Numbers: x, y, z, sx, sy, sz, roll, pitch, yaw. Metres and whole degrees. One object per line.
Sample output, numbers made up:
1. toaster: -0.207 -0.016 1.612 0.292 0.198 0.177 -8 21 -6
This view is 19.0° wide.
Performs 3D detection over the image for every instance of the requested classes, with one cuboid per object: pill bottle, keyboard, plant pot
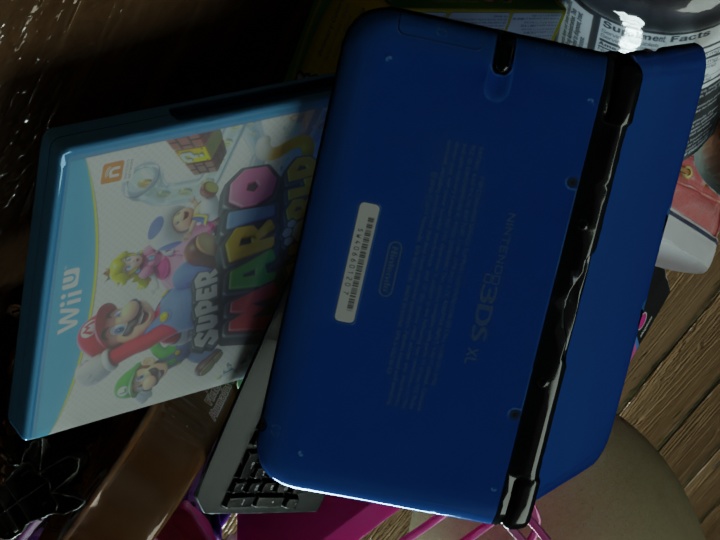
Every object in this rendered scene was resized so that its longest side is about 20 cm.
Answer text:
1. pill bottle: 0.132 -0.134 0.986 0.106 0.106 0.200 -33 160 -16
2. keyboard: 0.007 0.030 0.930 0.104 0.040 0.201 -1 125 -43
3. plant pot: 0.115 0.151 1.365 0.200 0.200 0.135 -29 123 -24

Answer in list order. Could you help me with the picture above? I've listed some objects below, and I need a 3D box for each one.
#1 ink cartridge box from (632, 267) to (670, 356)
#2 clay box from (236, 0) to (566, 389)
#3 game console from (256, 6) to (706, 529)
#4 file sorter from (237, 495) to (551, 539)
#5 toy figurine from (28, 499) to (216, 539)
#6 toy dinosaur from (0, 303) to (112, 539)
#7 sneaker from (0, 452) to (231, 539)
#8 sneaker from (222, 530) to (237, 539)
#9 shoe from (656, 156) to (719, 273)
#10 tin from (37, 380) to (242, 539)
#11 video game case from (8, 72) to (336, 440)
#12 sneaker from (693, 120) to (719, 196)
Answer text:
1. ink cartridge box: 0.146 0.002 1.325 0.095 0.037 0.200 -57 152 -16
2. clay box: 0.005 -0.041 0.966 0.114 0.048 0.201 -6 130 -44
3. game console: 0.055 -0.007 0.909 0.118 0.169 0.201 -105 -153 -74
4. file sorter: 0.023 0.133 1.182 0.139 0.126 0.200 -37 -161 11
5. toy figurine: -0.150 0.172 1.059 0.183 0.151 0.200 -27 155 -8
6. toy dinosaur: -0.140 0.064 0.970 0.136 0.102 0.201 -35 146 -68
7. sneaker: -0.118 0.129 1.156 0.200 0.084 0.081 -41 160 9
8. sneaker: -0.075 0.239 1.350 0.198 0.130 0.079 -27 168 3
9. shoe: 0.146 -0.072 1.216 0.200 0.071 0.092 27 75 -46
10. tin: -0.094 0.074 1.001 0.112 0.042 0.200 -54 -173 38
11. video game case: -0.047 -0.012 0.887 0.199 0.018 0.144 -14 134 -33
12. sneaker: 0.209 -0.077 1.104 0.080 0.200 0.071 32 112 -28
